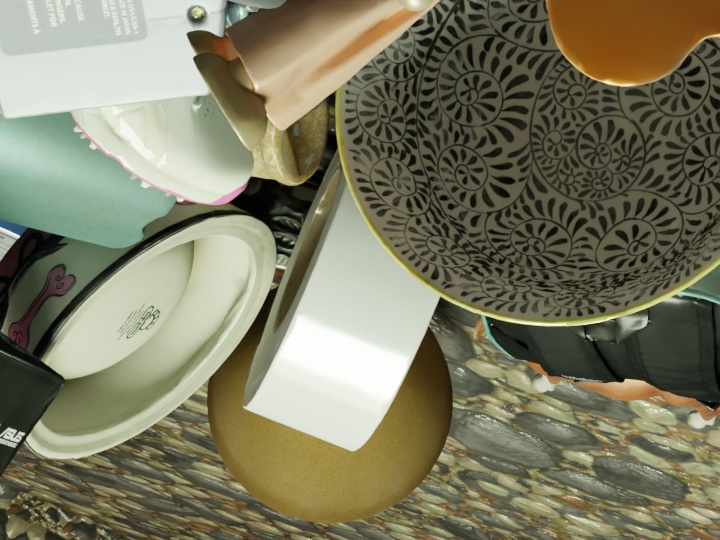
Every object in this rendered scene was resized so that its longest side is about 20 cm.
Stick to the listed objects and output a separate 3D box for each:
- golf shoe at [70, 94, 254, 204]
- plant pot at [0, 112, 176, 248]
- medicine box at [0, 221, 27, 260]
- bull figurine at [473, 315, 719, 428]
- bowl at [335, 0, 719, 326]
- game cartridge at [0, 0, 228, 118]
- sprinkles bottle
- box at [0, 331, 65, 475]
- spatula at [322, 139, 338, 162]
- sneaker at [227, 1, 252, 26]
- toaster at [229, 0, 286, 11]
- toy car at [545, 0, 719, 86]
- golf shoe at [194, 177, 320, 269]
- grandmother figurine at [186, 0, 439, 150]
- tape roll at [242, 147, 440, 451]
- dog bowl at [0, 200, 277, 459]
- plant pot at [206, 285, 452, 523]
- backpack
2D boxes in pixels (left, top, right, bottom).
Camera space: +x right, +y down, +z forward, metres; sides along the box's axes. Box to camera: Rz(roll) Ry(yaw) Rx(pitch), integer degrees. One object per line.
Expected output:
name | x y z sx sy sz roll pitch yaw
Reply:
golf shoe | -0.108 -0.110 0.883 0.092 0.075 0.200 -33 123 22
plant pot | -0.192 -0.110 0.994 0.196 0.200 0.200 21 164 -30
medicine box | -0.225 -0.036 1.362 0.182 0.103 0.200 25 161 -15
bull figurine | 0.166 0.054 1.285 0.200 0.065 0.121 17 166 15
bowl | 0.099 -0.068 0.809 0.201 0.201 0.094 12 175 23
game cartridge | -0.125 -0.162 0.791 0.133 0.042 0.200 -8 124 -1
sprinkles bottle | -0.119 -0.096 1.129 0.200 0.068 0.068 10 160 27
box | -0.282 0.027 0.995 0.200 0.086 0.164 33 176 17
spatula | 0.014 -0.053 1.191 0.200 0.021 0.057 30 174 -22
sneaker | -0.051 -0.145 0.882 0.078 0.086 0.200 30 160 -28
toaster | -0.094 -0.187 0.684 0.200 0.129 0.114 17 -165 -9
toy car | 0.081 -0.151 0.539 0.177 0.200 0.184 17 162 8
golf shoe | -0.052 -0.031 1.243 0.200 0.077 0.088 25 -173 21
grandmother figurine | 0.027 -0.126 0.749 0.061 0.200 0.121 56 -175 -32
tape roll | 0.000 0.000 1.071 0.071 0.202 0.202 21 162 -7
dog bowl | -0.150 0.021 1.150 0.074 0.200 0.200 43 172 23
plant pot | -0.018 0.078 1.312 0.186 0.186 0.200 19 168 1
backpack | 0.139 -0.018 0.943 0.176 0.153 0.200 12 174 20
